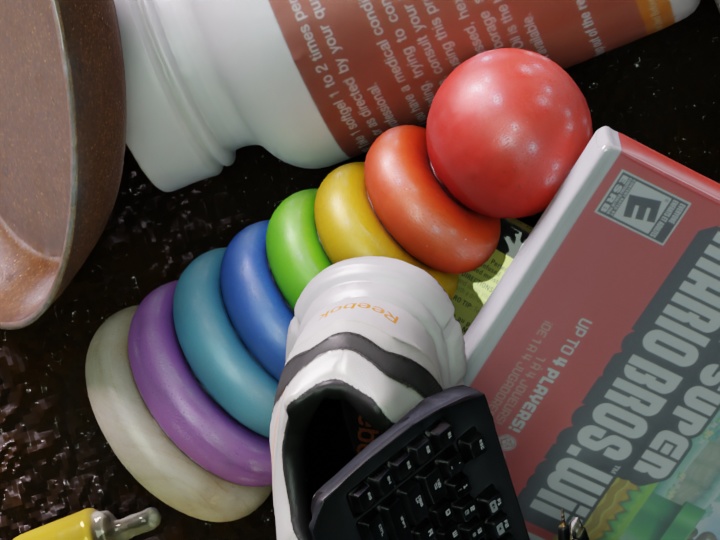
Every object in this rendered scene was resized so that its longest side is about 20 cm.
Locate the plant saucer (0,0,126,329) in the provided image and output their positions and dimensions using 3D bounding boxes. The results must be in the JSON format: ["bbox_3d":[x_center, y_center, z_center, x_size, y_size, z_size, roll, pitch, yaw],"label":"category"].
[{"bbox_3d":[-0.129,-0.081,0.797,0.034,0.200,0.202,-15,87,-28],"label":"plant saucer"}]

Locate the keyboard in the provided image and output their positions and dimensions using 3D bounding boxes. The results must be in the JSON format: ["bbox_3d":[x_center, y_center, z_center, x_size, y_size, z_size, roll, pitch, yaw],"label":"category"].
[{"bbox_3d":[0.053,0.126,0.711,0.039,0.104,0.201,11,130,42],"label":"keyboard"}]

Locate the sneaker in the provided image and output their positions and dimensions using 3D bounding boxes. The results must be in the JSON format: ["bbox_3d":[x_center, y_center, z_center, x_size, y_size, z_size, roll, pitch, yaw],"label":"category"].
[{"bbox_3d":[0.000,0.101,0.740,0.073,0.080,0.202,-2,111,12],"label":"sneaker"}]

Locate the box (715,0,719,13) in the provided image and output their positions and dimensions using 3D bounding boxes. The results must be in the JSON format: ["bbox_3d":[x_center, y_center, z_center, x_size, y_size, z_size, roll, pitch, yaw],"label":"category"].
[{"bbox_3d":[0.204,-0.137,0.761,0.199,0.131,0.200,-21,86,7],"label":"box"}]

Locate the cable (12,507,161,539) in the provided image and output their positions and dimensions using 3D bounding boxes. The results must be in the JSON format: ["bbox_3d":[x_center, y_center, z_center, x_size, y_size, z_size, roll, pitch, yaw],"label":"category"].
[{"bbox_3d":[-0.163,0.140,0.862,0.198,0.050,0.098,-5,83,18],"label":"cable"}]

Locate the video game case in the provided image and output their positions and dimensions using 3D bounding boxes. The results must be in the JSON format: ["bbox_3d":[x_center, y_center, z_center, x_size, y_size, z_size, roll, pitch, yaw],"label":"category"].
[{"bbox_3d":[0.128,0.053,0.768,0.199,0.017,0.144,25,117,-14],"label":"video game case"}]

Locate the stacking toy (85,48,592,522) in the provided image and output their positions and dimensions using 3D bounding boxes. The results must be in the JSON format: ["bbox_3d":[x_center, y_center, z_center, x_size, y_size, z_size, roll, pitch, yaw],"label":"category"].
[{"bbox_3d":[0.000,0.000,0.782,0.200,0.085,0.086,-39,84,27],"label":"stacking toy"}]

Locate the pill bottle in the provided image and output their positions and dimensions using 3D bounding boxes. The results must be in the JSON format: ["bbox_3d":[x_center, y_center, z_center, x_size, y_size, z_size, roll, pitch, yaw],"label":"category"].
[{"bbox_3d":[0.007,-0.103,0.797,0.199,0.112,0.113,-22,87,7],"label":"pill bottle"}]

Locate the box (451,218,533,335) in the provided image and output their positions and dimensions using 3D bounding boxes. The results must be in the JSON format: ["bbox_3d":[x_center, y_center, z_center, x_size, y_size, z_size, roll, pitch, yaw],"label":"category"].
[{"bbox_3d":[0.027,0.081,0.825,0.075,0.050,0.201,28,93,6],"label":"box"}]
